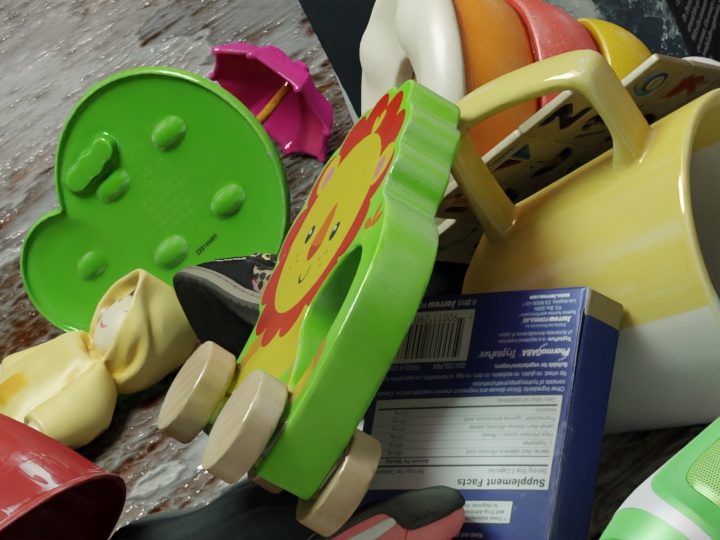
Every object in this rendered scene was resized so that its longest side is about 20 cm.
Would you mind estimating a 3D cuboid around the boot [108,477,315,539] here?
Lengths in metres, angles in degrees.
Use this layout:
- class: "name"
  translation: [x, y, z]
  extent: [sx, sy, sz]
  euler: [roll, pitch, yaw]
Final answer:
- class: "boot"
  translation: [-0.113, 0.162, 1.341]
  extent: [0.164, 0.066, 0.200]
  euler: [-23, 2, 41]

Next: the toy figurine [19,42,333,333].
- class: "toy figurine"
  translation: [-0.093, -0.061, 1.789]
  extent: [0.200, 0.150, 0.184]
  euler: [-42, 1, 30]

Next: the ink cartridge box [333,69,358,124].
- class: "ink cartridge box"
  translation: [0.009, -0.181, 1.829]
  extent: [0.057, 0.163, 0.200]
  euler: [-17, 26, 11]

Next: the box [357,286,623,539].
- class: "box"
  translation: [0.046, 0.109, 1.305]
  extent: [0.121, 0.032, 0.201]
  euler: [-3, 68, 42]

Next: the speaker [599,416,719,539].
- class: "speaker"
  translation: [0.191, 0.081, 1.230]
  extent: [0.200, 0.089, 0.088]
  euler: [-38, 27, -22]

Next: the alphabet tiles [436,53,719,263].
- class: "alphabet tiles"
  translation: [0.118, -0.052, 1.471]
  extent: [0.166, 0.006, 0.200]
  euler: [-39, -23, 27]

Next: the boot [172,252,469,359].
- class: "boot"
  translation: [0.000, 0.000, 1.596]
  extent: [0.150, 0.073, 0.200]
  euler: [-36, 20, -25]

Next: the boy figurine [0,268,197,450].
- class: "boy figurine"
  translation: [-0.182, 0.072, 1.653]
  extent: [0.199, 0.065, 0.124]
  euler: [-30, 22, 1]

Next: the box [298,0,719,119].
- class: "box"
  translation: [0.090, -0.143, 1.628]
  extent: [0.196, 0.201, 0.118]
  euler: [-16, 27, 25]

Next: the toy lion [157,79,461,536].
- class: "toy lion"
  translation: [-0.009, 0.007, 1.297]
  extent: [0.192, 0.068, 0.200]
  euler: [-61, 13, -2]

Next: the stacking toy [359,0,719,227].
- class: "stacking toy"
  translation: [0.107, -0.085, 1.516]
  extent: [0.199, 0.147, 0.146]
  euler: [-2, 20, -14]

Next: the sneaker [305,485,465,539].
- class: "sneaker"
  translation: [-0.025, 0.172, 1.273]
  extent: [0.200, 0.087, 0.074]
  euler: [-38, -2, -2]

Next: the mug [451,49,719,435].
- class: "mug"
  translation: [0.125, -0.008, 1.376]
  extent: [0.153, 0.187, 0.149]
  euler: [-20, -3, 36]

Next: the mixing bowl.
- class: "mixing bowl"
  translation: [-0.218, 0.130, 1.395]
  extent: [0.200, 0.108, 0.200]
  euler: [-41, -14, -13]
